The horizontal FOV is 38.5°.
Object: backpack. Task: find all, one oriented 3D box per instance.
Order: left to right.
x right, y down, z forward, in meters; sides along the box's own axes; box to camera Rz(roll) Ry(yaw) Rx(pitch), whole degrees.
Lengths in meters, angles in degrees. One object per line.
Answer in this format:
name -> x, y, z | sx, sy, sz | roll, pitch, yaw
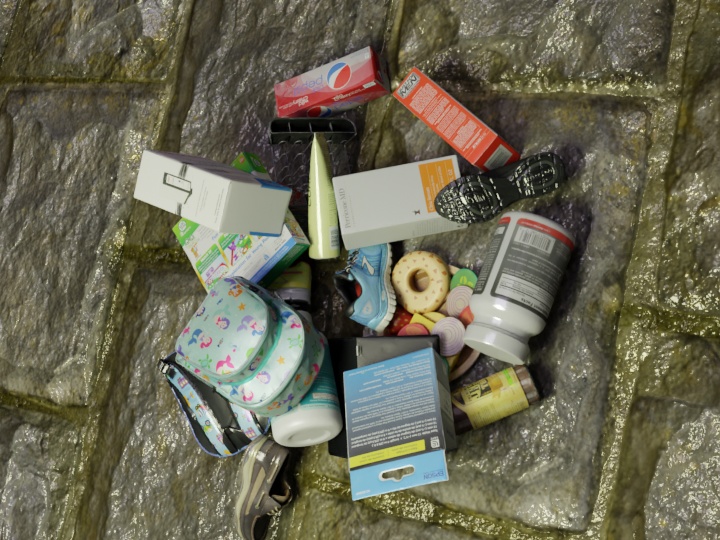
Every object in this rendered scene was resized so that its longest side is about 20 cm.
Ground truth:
backpack -> -0.211, 0.198, 1.710 | 0.182, 0.134, 0.201 | -32, 77, 22
backpack -> -0.161, 0.115, 1.535 | 0.200, 0.151, 0.178 | 31, 83, 26

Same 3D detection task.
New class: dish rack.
dish rack -> -0.073, -0.155, 1.719 | 0.055, 0.153, 0.201 | 127, 136, -63

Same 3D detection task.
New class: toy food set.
toy food set -> 0.111, 0.080, 1.600 | 0.198, 0.049, 0.201 | 29, 92, 33

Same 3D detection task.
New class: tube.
tube -> -0.063, -0.121, 1.654 | 0.058, 0.052, 0.201 | 12, 107, 56

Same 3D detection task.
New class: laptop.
laptop -> 0.033, 0.196, 1.602 | 0.199, 0.116, 0.188 | -3, 86, 10

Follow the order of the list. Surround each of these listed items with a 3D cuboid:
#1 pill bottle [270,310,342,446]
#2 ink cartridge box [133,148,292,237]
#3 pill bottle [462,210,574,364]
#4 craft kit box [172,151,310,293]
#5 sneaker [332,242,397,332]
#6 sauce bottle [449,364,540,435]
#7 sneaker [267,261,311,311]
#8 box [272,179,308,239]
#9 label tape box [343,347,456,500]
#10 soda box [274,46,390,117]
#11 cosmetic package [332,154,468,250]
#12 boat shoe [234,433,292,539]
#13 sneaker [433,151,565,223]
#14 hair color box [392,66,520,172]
pill bottle -> -0.096, 0.168, 1.627 | 0.110, 0.111, 0.201 | -23, 62, 24
ink cartridge box -> -0.232, -0.121, 1.612 | 0.199, 0.146, 0.085 | 21, 101, 35
pill bottle -> 0.225, 0.025, 1.492 | 0.115, 0.116, 0.201 | 16, 78, 33
craft kit box -> -0.201, -0.056, 1.698 | 0.200, 0.048, 0.198 | -43, 67, 24
sneaker -> 0.000, 0.000, 1.634 | 0.078, 0.090, 0.201 | -54, 33, 40
sauce bottle -> 0.160, 0.200, 1.496 | 0.199, 0.065, 0.065 | -24, 65, 1
sneaker -> -0.164, 0.018, 1.771 | 0.199, 0.078, 0.091 | 3, 71, 26
box -> -0.189, -0.065, 1.787 | 0.199, 0.095, 0.100 | -23, 69, 24
label tape box -> 0.056, 0.224, 1.452 | 0.143, 0.066, 0.201 | -17, 55, 17
soda box -> -0.050, -0.315, 1.789 | 0.199, 0.063, 0.070 | -17, 69, 26
cosmetic package -> 0.063, -0.107, 1.618 | 0.199, 0.071, 0.102 | -11, 70, 1
boat shoe -> -0.151, 0.358, 1.638 | 0.073, 0.074, 0.201 | 18, 119, 19
sneaker -> 0.208, -0.121, 1.553 | 0.199, 0.091, 0.076 | -16, 96, 3
hair color box -> 0.151, -0.230, 1.625 | 0.061, 0.101, 0.200 | -50, 58, 10
